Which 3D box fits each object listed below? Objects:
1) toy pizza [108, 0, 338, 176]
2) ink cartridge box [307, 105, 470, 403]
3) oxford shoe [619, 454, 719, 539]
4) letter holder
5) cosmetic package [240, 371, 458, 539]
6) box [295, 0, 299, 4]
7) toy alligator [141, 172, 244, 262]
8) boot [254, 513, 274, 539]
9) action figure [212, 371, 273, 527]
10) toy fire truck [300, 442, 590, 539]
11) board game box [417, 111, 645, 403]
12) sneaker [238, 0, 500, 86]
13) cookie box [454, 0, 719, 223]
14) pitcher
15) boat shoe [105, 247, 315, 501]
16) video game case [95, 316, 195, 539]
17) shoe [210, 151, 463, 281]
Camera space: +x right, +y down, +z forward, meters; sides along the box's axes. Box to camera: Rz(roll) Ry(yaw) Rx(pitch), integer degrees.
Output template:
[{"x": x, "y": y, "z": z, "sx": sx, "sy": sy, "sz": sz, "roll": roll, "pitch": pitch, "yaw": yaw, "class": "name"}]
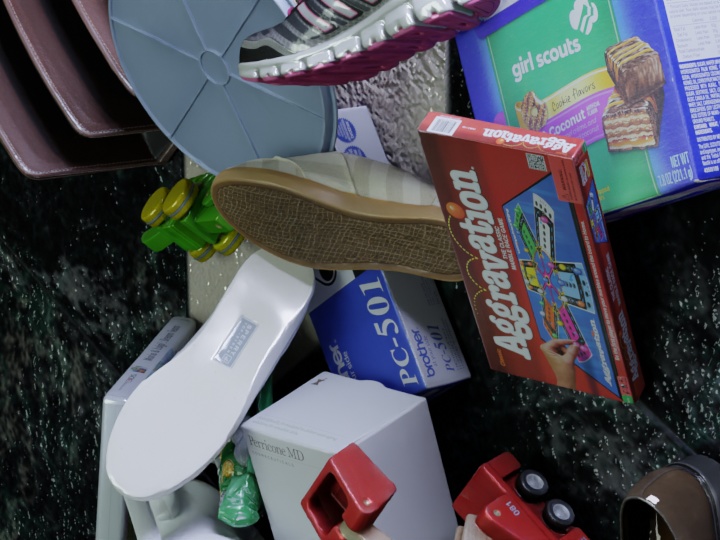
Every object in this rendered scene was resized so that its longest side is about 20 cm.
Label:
[{"x": -0.088, "y": -0.143, "z": 1.439, "sx": 0.199, "sy": 0.032, "sz": 0.201, "roll": 27, "pitch": 139, "yaw": 27, "class": "toy pizza"}, {"x": 0.000, "y": 0.000, "z": 1.461, "sx": 0.094, "sy": 0.044, "sz": 0.202, "roll": -36, "pitch": 70, "yaw": 49, "class": "ink cartridge box"}, {"x": 0.183, "y": 0.216, "z": 1.261, "sx": 0.072, "sy": 0.084, "sz": 0.202, "roll": -10, "pitch": 92, "yaw": 48, "class": "oxford shoe"}, {"x": -0.221, "y": -0.182, "z": 1.608, "sx": 0.101, "sy": 0.141, "sz": 0.201, "roll": -49, "pitch": 62, "yaw": 44, "class": "letter holder"}, {"x": 0.005, "y": 0.179, "z": 1.428, "sx": 0.107, "sy": 0.085, "sz": 0.202, "roll": 9, "pitch": 122, "yaw": 49, "class": "cosmetic package"}, {"x": -0.081, "y": -0.213, "z": 1.484, "sx": 0.199, "sy": 0.077, "sz": 0.096, "roll": -16, "pitch": 86, "yaw": 50, "class": "box"}, {"x": -0.104, "y": -0.049, "z": 1.560, "sx": 0.200, "sy": 0.059, "sz": 0.055, "roll": -14, "pitch": 44, "yaw": 60, "class": "toy alligator"}, {"x": -0.114, "y": 0.276, "z": 1.637, "sx": 0.197, "sy": 0.073, "sz": 0.164, "roll": -15, "pitch": 87, "yaw": 46, "class": "boot"}, {"x": -0.082, "y": 0.108, "z": 1.498, "sx": 0.201, "sy": 0.054, "sz": 0.119, "roll": -93, "pitch": 7, "yaw": -56, "class": "action figure"}, {"x": 0.074, "y": 0.178, "z": 1.316, "sx": 0.200, "sy": 0.141, "sz": 0.049, "roll": 47, "pitch": 131, "yaw": 17, "class": "toy fire truck"}, {"x": 0.102, "y": -0.005, "z": 1.260, "sx": 0.102, "sy": 0.019, "sz": 0.201, "roll": 14, "pitch": 141, "yaw": 32, "class": "board game box"}, {"x": -0.001, "y": -0.168, "z": 1.292, "sx": 0.199, "sy": 0.073, "sz": 0.088, "roll": -19, "pitch": 80, "yaw": 44, "class": "sneaker"}, {"x": 0.137, "y": -0.133, "z": 1.244, "sx": 0.171, "sy": 0.075, "sz": 0.202, "roll": -19, "pitch": 83, "yaw": 52, "class": "cookie box"}, {"x": -0.121, "y": 0.207, "z": 1.433, "sx": 0.172, "sy": 0.121, "sz": 0.200, "roll": 56, "pitch": -171, "yaw": -22, "class": "pitcher"}, {"x": -0.098, "y": 0.073, "z": 1.432, "sx": 0.072, "sy": 0.201, "sz": 0.069, "roll": 26, "pitch": 160, "yaw": 11, "class": "boat shoe"}, {"x": -0.161, "y": 0.157, "z": 1.603, "sx": 0.023, "sy": 0.182, "sz": 0.202, "roll": 8, "pitch": 108, "yaw": 9, "class": "video game case"}, {"x": -0.003, "y": -0.038, "z": 1.397, "sx": 0.198, "sy": 0.053, "sz": 0.070, "roll": 13, "pitch": 133, "yaw": 23, "class": "shoe"}]
